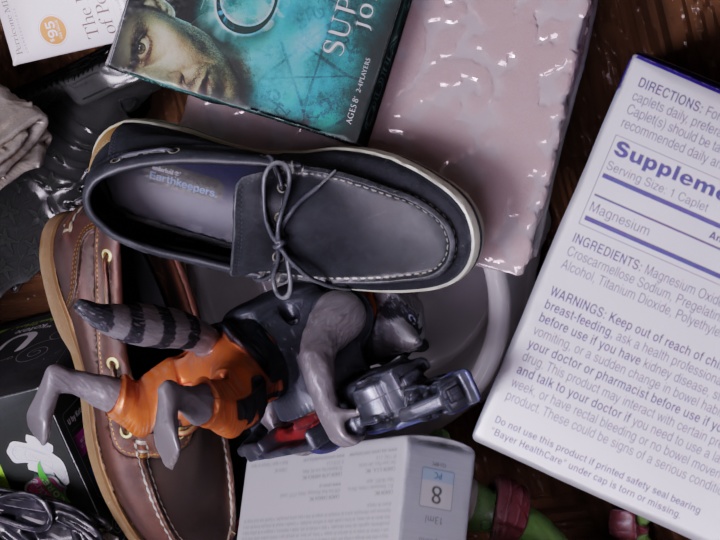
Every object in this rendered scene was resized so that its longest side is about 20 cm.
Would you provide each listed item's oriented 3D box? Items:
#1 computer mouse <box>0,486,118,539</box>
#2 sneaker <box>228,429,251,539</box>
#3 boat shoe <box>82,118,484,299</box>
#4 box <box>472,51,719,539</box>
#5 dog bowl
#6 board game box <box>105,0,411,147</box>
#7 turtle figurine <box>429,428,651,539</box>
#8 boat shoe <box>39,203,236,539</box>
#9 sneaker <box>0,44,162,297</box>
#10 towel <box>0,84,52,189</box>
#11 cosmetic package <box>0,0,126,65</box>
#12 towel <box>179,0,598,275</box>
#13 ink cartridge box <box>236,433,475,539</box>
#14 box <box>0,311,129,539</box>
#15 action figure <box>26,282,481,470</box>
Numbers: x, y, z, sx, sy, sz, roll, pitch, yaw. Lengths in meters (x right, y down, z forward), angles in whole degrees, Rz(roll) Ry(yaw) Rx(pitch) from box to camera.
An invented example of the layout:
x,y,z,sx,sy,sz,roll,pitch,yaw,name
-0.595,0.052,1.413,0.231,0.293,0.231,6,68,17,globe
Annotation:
x,y,z,sx,sy,sz,roll,pitch,yaw,name
-0.202,0.196,1.444,0.138,0.053,0.201,16,107,15,computer mouse
-0.038,0.144,1.483,0.200,0.087,0.074,41,81,9,sneaker
-0.040,-0.025,1.283,0.199,0.062,0.075,13,116,11,boat shoe
0.177,0.022,1.297,0.183,0.105,0.201,24,96,8,box
0.000,0.000,1.411,0.199,0.059,0.201,8,115,17,dog bowl
-0.031,-0.174,1.311,0.134,0.028,0.201,17,90,12,board game box
0.128,0.142,1.374,0.193,0.200,0.145,19,78,-21,turtle figurine
-0.106,0.059,1.394,0.070,0.070,0.201,-11,102,44,boat shoe
-0.148,-0.054,1.446,0.199,0.060,0.105,-21,106,31,sneaker
-0.266,-0.077,1.406,0.200,0.132,0.035,34,150,30,towel
-0.160,-0.211,1.368,0.082,0.051,0.201,-10,103,25,cosmetic package
0.017,-0.113,1.326,0.190,0.032,0.201,15,88,13,towel
-0.012,0.187,1.350,0.160,0.047,0.202,-12,69,57,ink cartridge box
-0.175,0.138,1.504,0.148,0.124,0.201,-15,109,25,box
-0.035,0.040,1.292,0.199,0.193,0.105,-16,90,51,action figure
